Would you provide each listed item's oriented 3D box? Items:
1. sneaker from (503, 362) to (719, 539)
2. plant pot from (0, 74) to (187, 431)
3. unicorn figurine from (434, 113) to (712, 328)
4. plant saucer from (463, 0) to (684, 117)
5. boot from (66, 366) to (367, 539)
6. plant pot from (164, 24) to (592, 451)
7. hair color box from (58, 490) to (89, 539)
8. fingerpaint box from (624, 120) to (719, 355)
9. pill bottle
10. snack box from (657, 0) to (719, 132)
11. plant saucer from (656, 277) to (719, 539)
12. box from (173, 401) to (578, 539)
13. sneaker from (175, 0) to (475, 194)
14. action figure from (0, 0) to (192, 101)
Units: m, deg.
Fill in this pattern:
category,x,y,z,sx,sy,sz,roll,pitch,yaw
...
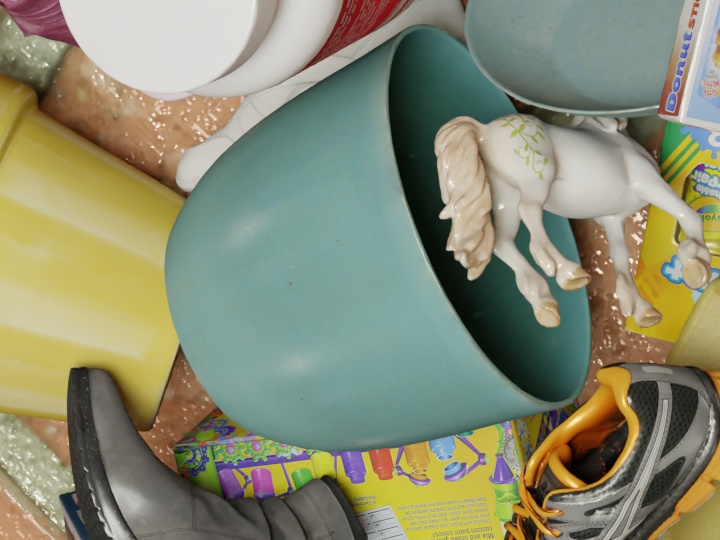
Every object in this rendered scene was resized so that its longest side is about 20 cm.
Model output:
category,x,y,z,sx,sy,sz,roll,pitch,yaw
sneaker,0.105,0.121,1.100,0.077,0.078,0.201,20,111,-34
plant pot,-0.186,0.000,1.257,0.188,0.201,0.202,18,112,-3
unicorn figurine,0.109,-0.038,1.087,0.074,0.200,0.138,-36,59,25
plant saucer,0.151,-0.133,1.100,0.200,0.202,0.039,-6,135,22
boot,-0.074,0.130,1.168,0.131,0.070,0.201,-16,69,-15
plant pot,0.000,0.000,1.121,0.160,0.201,0.201,-23,97,26
hair color box,-0.123,0.195,1.280,0.060,0.200,0.101,-13,103,-13
fingerpaint box,0.251,-0.029,1.140,0.199,0.073,0.168,16,110,16
pill bottle,-0.045,-0.135,0.925,0.112,0.200,0.113,6,108,18
snack box,0.234,-0.085,1.018,0.199,0.024,0.072,10,99,-22
plant saucer,0.192,0.141,1.121,0.048,0.201,0.201,3,135,-19
box,0.026,0.157,1.253,0.199,0.122,0.194,-8,103,22
sneaker,-0.021,-0.102,1.233,0.199,0.075,0.100,-24,78,25
action figure,-0.171,-0.151,1.186,0.134,0.200,0.149,-40,76,14
